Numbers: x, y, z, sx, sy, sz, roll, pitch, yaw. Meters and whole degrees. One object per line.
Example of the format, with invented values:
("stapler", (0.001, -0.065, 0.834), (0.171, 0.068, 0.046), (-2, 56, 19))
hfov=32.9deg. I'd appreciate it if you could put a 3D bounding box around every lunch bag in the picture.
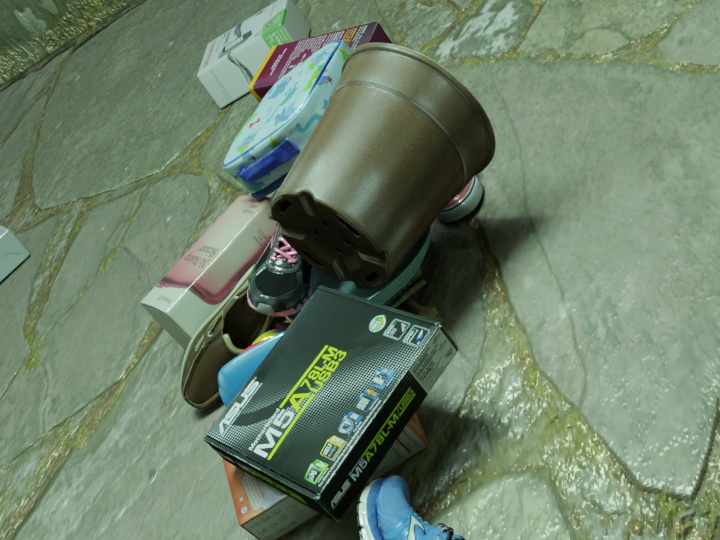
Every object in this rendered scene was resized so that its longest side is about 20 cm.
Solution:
("lunch bag", (-0.078, -0.180, 1.501), (0.199, 0.082, 0.162), (-28, 28, 49))

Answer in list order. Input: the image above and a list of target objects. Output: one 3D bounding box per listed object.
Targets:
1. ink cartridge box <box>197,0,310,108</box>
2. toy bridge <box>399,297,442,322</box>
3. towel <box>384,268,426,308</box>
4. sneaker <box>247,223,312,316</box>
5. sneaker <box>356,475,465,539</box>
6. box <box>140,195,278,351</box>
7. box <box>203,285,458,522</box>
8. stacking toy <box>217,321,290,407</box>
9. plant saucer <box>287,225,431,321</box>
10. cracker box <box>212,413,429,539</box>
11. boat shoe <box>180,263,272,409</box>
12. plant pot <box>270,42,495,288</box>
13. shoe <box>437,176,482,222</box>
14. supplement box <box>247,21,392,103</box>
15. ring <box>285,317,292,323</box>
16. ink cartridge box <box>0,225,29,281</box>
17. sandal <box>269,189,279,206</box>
("ink cartridge box", (-0.202, -0.415, 2.318), (0.198, 0.084, 0.146), (-27, 29, 19))
("toy bridge", (0.017, 0.054, 1.396), (0.198, 0.027, 0.067), (-5, 39, 47))
("towel", (-0.015, 0.023, 1.432), (0.143, 0.023, 0.200), (-38, 24, -7))
("sneaker", (-0.076, -0.033, 1.389), (0.078, 0.096, 0.201), (13, 43, 11))
("sneaker", (0.050, 0.245, 1.030), (0.088, 0.079, 0.201), (-18, 31, 2))
("box", (-0.166, 0.012, 1.567), (0.200, 0.109, 0.127), (-48, 21, -15))
("box", (-0.031, 0.118, 1.160), (0.192, 0.048, 0.201), (18, 64, 49))
("stacking toy", (-0.091, 0.105, 1.386), (0.109, 0.117, 0.200), (-30, 17, 9))
("plant saucer", (0.000, 0.000, 1.397), (0.198, 0.028, 0.201), (-28, 25, 14))
("cracker box", (-0.043, 0.163, 1.227), (0.198, 0.058, 0.135), (-32, 46, 9))
("boat shoe", (-0.156, 0.081, 1.449), (0.204, 0.074, 0.075), (-60, 11, 11))
("plant pot", (0.014, -0.103, 1.323), (0.199, 0.201, 0.199), (2, 50, 51))
("shoe", (0.096, -0.143, 1.534), (0.071, 0.091, 0.201), (-30, 28, 13))
("supplement box", (-0.036, -0.246, 1.620), (0.198, 0.111, 0.086), (-3, 49, 42))
("ring", (-0.020, -0.006, 1.543), (0.198, 0.019, 0.202), (-28, 28, 16))
("ink cartridge box", (-0.729, -0.030, 2.372), (0.116, 0.068, 0.199), (-46, 28, -17))
("sandal", (-0.024, -0.100, 1.539), (0.197, 0.055, 0.082), (-5, 37, -34))
